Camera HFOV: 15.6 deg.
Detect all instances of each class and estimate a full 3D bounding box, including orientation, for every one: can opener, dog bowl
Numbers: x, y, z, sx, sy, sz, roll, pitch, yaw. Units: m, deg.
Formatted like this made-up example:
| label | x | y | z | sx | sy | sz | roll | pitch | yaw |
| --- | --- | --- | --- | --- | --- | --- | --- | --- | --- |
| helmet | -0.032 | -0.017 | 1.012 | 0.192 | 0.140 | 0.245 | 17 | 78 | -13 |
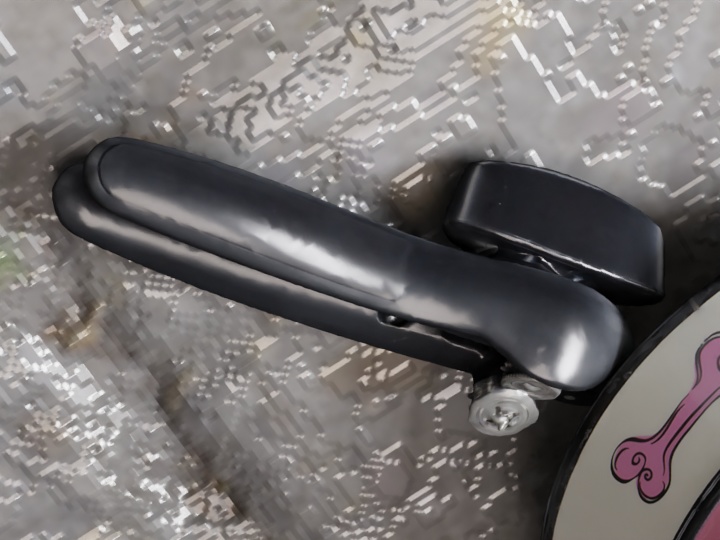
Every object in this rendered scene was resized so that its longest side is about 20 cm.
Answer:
| label | x | y | z | sx | sy | sz | roll | pitch | yaw |
| --- | --- | --- | --- | --- | --- | --- | --- | --- | --- |
| can opener | 0.000 | 0.000 | 0.818 | 0.200 | 0.079 | 0.063 | 13 | 151 | -18 |
| dog bowl | 0.162 | 0.082 | 0.859 | 0.200 | 0.074 | 0.200 | -18 | 131 | -21 |
